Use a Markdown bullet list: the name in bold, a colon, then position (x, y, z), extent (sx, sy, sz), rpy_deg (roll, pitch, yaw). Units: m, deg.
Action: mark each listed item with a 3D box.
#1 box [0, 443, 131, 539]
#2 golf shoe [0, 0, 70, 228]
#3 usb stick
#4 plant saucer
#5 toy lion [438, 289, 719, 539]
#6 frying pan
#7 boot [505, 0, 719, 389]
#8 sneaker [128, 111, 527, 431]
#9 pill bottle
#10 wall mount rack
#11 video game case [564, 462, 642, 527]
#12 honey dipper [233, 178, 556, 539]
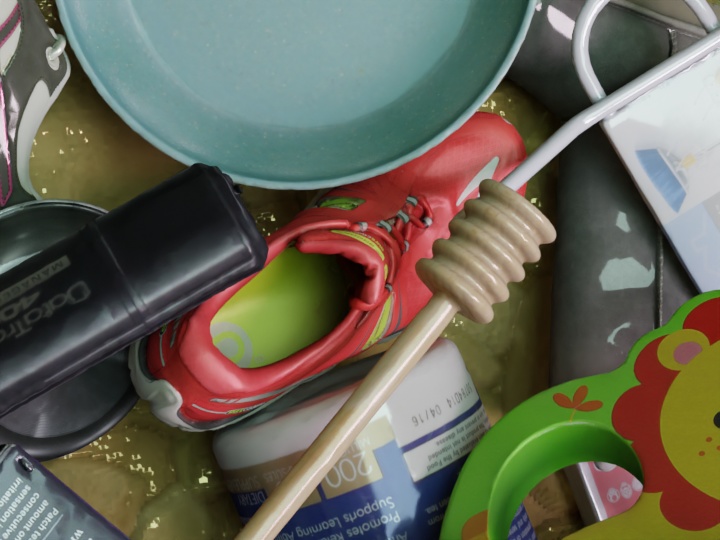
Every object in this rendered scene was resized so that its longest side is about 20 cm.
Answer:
- **box**: position (-0.110, 0.168, 1.048), extent (0.200, 0.148, 0.104), rpy_deg (42, 72, -15)
- **golf shoe**: position (-0.163, -0.106, 1.095), extent (0.088, 0.077, 0.200), rpy_deg (3, 93, -29)
- **usb stick**: position (-0.129, 0.024, 1.042), extent (0.200, 0.033, 0.055), rpy_deg (-30, 57, -4)
- **plant saucer**: position (-0.025, -0.132, 1.100), extent (0.200, 0.036, 0.200), rpy_deg (0, 91, 5)
- **toy lion**: position (0.134, 0.080, 1.038), extent (0.069, 0.200, 0.192), rpy_deg (66, 30, -46)
- **frying pan**: position (-0.158, 0.020, 1.077), extent (0.190, 0.031, 0.115), rpy_deg (15, 101, -34)
- **boot**: position (0.094, -0.028, 1.185), extent (0.182, 0.073, 0.200), rpy_deg (11, 83, -19)
- **sneaker**: position (0.000, 0.000, 1.091), extent (0.200, 0.085, 0.077), rpy_deg (-38, 93, -23)
- **pill bottle**: position (0.025, 0.138, 1.122), extent (0.111, 0.111, 0.200), rpy_deg (-24, 94, -22)
- **wall mount rack**: position (0.135, -0.019, 1.129), extent (0.174, 0.075, 0.200), rpy_deg (-32, 101, -3)
- **video game case**: position (0.185, 0.147, 1.236), extent (0.143, 0.017, 0.200), rpy_deg (-22, 94, -22)
- **honey dipper**: position (0.001, 0.052, 1.047), extent (0.038, 0.038, 0.200), rpy_deg (41, 82, -14)
